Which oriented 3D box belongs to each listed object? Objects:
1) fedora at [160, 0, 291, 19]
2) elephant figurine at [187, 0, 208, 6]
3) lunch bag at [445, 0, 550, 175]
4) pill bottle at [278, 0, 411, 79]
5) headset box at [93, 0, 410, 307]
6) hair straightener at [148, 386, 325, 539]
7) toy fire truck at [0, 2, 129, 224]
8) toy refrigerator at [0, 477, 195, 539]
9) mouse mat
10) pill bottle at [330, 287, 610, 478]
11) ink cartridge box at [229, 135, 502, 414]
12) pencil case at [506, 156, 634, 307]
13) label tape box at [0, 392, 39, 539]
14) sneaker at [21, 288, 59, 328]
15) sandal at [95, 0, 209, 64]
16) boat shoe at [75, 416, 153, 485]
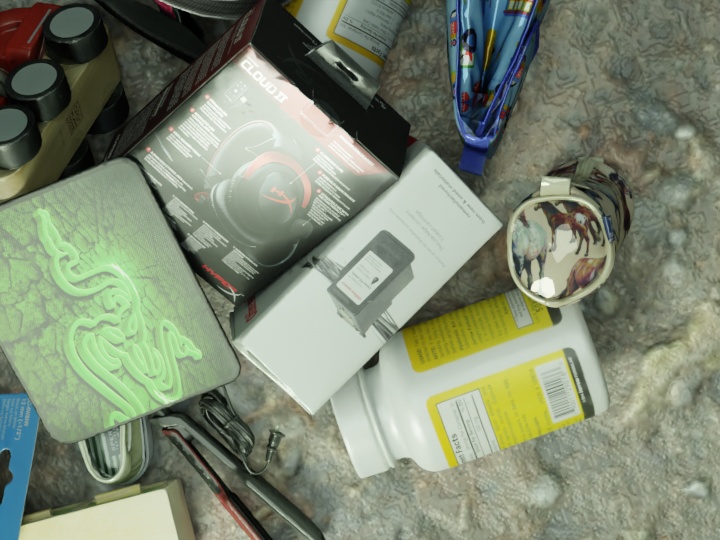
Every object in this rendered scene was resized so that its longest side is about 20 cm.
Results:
[{"bbox_3d":[-0.108,-0.259,1.281,0.199,0.090,0.178,28,110,-10],"label":"fedora"},{"bbox_3d":[-0.141,-0.331,1.395,0.199,0.155,0.142,34,131,12],"label":"elephant figurine"},{"bbox_3d":[0.095,-0.173,1.359,0.093,0.151,0.202,11,91,3],"label":"lunch bag"},{"bbox_3d":[-0.016,-0.208,1.388,0.103,0.104,0.201,24,92,2],"label":"pill bottle"},{"bbox_3d":[-0.071,-0.088,1.311,0.148,0.075,0.200,40,123,-19],"label":"headset box"},{"bbox_3d":[-0.094,0.142,1.431,0.077,0.041,0.200,-41,84,2],"label":"hair straightener"},{"bbox_3d":[-0.296,-0.113,1.395,0.198,0.129,0.177,10,51,19],"label":"toy fire truck"},{"bbox_3d":[-0.233,0.216,1.415,0.198,0.076,0.071,-14,89,3],"label":"toy refrigerator"},{"bbox_3d":[-0.196,0.026,1.337,0.160,0.008,0.201,-21,116,9],"label":"mouse mat"},{"bbox_3d":[0.080,0.086,1.381,0.198,0.111,0.112,-19,89,2],"label":"pill bottle"},{"bbox_3d":[0.000,0.000,1.365,0.200,0.145,0.083,-45,99,3],"label":"ink cartridge box"},{"bbox_3d":[0.157,-0.035,1.340,0.077,0.200,0.090,14,103,10],"label":"pencil case"},{"bbox_3d":[-0.353,0.146,1.387,0.198,0.066,0.145,-1,63,13],"label":"label tape box"},{"bbox_3d":[-0.185,-0.026,1.400,0.199,0.073,0.077,-38,93,-18],"label":"sneaker"},{"bbox_3d":[-0.147,-0.195,1.389,0.199,0.075,0.045,33,90,27],"label":"sandal"},{"bbox_3d":[-0.205,0.069,1.419,0.071,0.062,0.202,-17,89,3],"label":"boat shoe"}]
